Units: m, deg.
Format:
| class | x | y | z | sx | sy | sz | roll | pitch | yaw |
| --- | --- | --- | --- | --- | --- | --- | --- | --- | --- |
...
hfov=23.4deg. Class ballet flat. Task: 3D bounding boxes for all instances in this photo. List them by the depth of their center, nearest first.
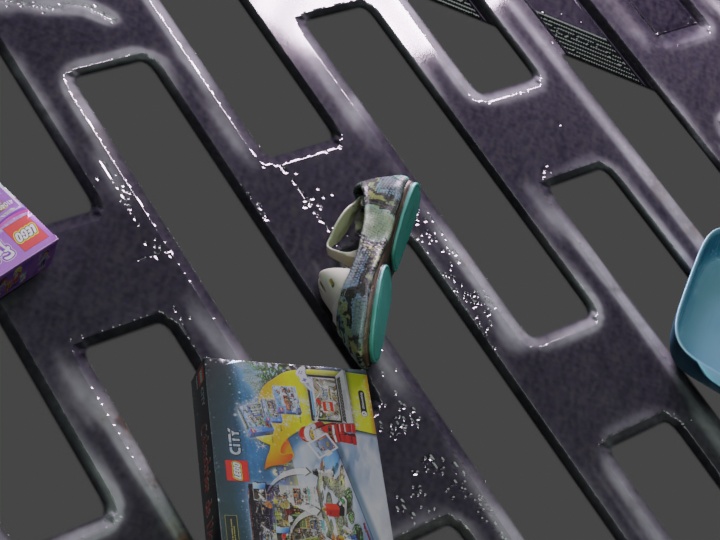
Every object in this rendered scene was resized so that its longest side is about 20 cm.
| class | x | y | z | sx | sy | sz | roll | pitch | yaw |
| --- | --- | --- | --- | --- | --- | --- | --- | --- | --- |
| ballet flat | 0.000 | 0.000 | 1.452 | 0.074 | 0.074 | 0.200 | 23 | 47 | -6 |

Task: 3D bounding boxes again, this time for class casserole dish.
| class | x | y | z | sx | sy | sz | roll | pitch | yaw |
| --- | --- | --- | --- | --- | --- | --- | --- | --- | --- |
| casserole dish | 0.343 | 0.045 | 1.577 | 0.121 | 0.039 | 0.200 | 30 | 49 | 0 |

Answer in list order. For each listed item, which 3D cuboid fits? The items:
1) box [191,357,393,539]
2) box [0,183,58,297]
| class | x | y | z | sx | sy | sz | roll | pitch | yaw |
| --- | --- | --- | --- | --- | --- | --- | --- | --- | --- |
| box | -0.051 | 0.163 | 1.312 | 0.136 | 0.038 | 0.200 | 6 | 53 | -20 |
| box | -0.348 | -0.012 | 1.314 | 0.137 | 0.039 | 0.200 | 43 | 50 | 12 |
